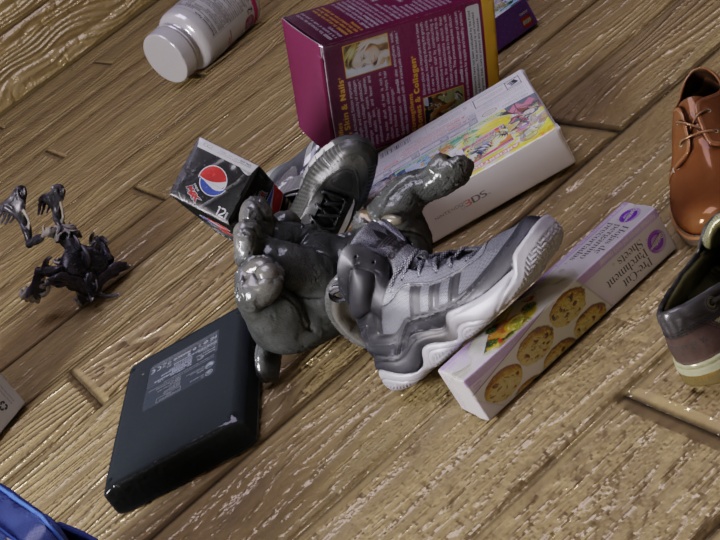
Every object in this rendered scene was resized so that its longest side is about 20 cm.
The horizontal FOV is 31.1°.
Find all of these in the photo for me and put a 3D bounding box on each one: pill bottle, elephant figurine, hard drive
[{"bbox_3d":[-0.272,-0.416,2.206,0.113,0.114,0.200,-3,37,49],"label":"pill bottle"},{"bbox_3d":[0.000,0.000,1.080,0.199,0.155,0.142,-3,66,5],"label":"elephant figurine"},{"bbox_3d":[-0.154,0.118,1.149,0.139,0.033,0.200,-29,24,11],"label":"hard drive"}]

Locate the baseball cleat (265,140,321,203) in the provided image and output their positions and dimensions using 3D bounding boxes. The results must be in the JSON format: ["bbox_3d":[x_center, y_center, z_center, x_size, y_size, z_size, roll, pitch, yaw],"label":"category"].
[{"bbox_3d":[-0.028,-0.116,1.409,0.200,0.070,0.106,-42,31,3],"label":"baseball cleat"}]

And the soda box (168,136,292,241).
[{"bbox_3d":[-0.121,-0.067,1.274,0.063,0.071,0.200,-63,-10,-4],"label":"soda box"}]

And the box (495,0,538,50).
[{"bbox_3d":[0.099,-0.263,1.543,0.200,0.039,0.137,-36,24,-4],"label":"box"}]

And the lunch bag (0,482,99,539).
[{"bbox_3d":[-0.245,0.232,0.919,0.132,0.136,0.200,-45,27,-23],"label":"lunch bag"}]

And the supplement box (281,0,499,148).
[{"bbox_3d":[0.035,-0.215,1.338,0.199,0.131,0.103,-20,34,-19],"label":"supplement box"}]

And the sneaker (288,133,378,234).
[{"bbox_3d":[-0.042,-0.037,1.215,0.200,0.066,0.091,-52,24,33],"label":"sneaker"}]

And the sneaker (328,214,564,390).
[{"bbox_3d":[0.051,-0.001,0.945,0.200,0.114,0.075,-44,-5,38],"label":"sneaker"}]

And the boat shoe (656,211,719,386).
[{"bbox_3d":[0.254,-0.012,0.840,0.072,0.066,0.201,-7,34,50],"label":"boat shoe"}]

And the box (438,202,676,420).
[{"bbox_3d":[0.144,0.027,0.938,0.200,0.042,0.039,-40,24,-16],"label":"box"}]

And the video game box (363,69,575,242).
[{"bbox_3d":[0.094,-0.102,1.239,0.200,0.047,0.182,-29,22,10],"label":"video game box"}]

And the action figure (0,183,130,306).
[{"bbox_3d":[-0.359,-0.014,1.576,0.119,0.102,0.200,-16,55,-33],"label":"action figure"}]

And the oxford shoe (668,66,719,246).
[{"bbox_3d":[0.259,-0.089,0.980,0.071,0.071,0.200,-20,29,24],"label":"oxford shoe"}]

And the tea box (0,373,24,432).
[{"bbox_3d":[-0.506,0.125,1.371,0.196,0.200,0.134,-12,32,39],"label":"tea box"}]
